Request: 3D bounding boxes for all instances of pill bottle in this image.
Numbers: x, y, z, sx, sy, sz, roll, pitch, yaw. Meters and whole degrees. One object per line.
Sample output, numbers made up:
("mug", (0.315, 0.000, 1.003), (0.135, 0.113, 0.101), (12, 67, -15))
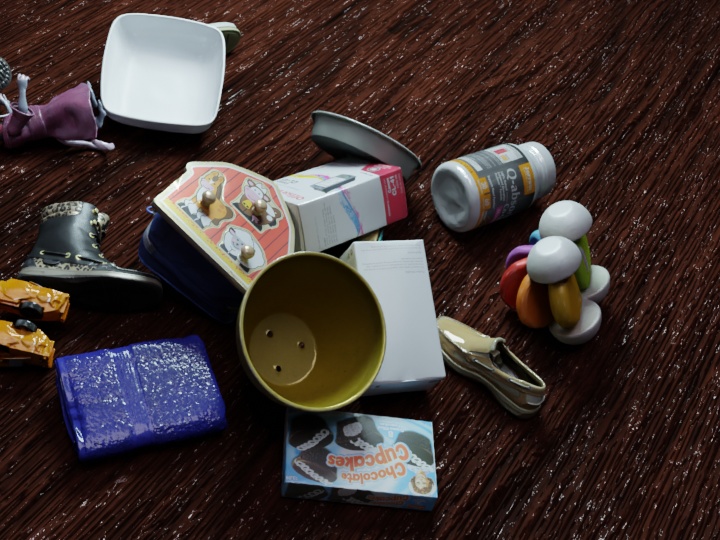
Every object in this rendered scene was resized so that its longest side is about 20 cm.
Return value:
("pill bottle", (0.222, -0.144, 1.710), (0.197, 0.118, 0.117), (-20, 55, -30))

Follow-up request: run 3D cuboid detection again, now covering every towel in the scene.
("towel", (-0.281, 0.163, 1.322), (0.196, 0.050, 0.149), (-9, 57, -24))

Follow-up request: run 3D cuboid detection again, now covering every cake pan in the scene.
("cake pan", (0.003, -0.194, 1.665), (0.197, 0.200, 0.037), (25, 85, 8))

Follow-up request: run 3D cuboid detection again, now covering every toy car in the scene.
("toy car", (0.288, 0.007, 1.578), (0.148, 0.177, 0.201), (-7, 36, 30))

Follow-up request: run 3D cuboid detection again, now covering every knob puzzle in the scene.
("knob puzzle", (-0.162, -0.081, 1.409), (0.217, 0.030, 0.222), (23, 44, -24))

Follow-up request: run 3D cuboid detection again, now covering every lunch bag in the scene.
("lunch bag", (-0.215, -0.034, 1.451), (0.199, 0.132, 0.136), (38, 40, -6))

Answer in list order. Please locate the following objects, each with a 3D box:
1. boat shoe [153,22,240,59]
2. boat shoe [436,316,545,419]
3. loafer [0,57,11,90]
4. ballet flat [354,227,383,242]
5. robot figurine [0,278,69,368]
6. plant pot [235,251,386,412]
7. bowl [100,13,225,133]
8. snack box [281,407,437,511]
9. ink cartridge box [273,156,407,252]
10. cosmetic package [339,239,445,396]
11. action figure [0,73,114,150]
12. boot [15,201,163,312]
("boat shoe", (-0.307, -0.409, 1.839), (0.198, 0.075, 0.069), (-25, 63, -33))
("boat shoe", (0.184, 0.120, 1.473), (0.199, 0.077, 0.071), (36, 48, 18))
("loafer", (-0.647, -0.274, 1.628), (0.198, 0.074, 0.071), (-27, 14, -28))
("ballet flat", (0.000, 0.000, 1.543), (0.062, 0.069, 0.202), (7, 45, -2))
("robot figurine", (-0.487, 0.060, 1.341), (0.196, 0.059, 0.147), (13, 55, -5))
("plant pot", (-0.083, 0.093, 1.355), (0.196, 0.142, 0.204), (7, 73, -21))
("bowl", (-0.327, -0.318, 1.715), (0.196, 0.075, 0.204), (7, 69, -10))
("snack box", (-0.002, 0.241, 1.331), (0.196, 0.037, 0.118), (8, 46, -9))
("ink cartridge box", (-0.049, -0.101, 1.573), (0.198, 0.087, 0.147), (-21, 24, -33))
("cosmetic package", (0.042, 0.065, 1.433), (0.111, 0.081, 0.204), (-1, 73, -18))
("action figure", (-0.502, -0.227, 1.617), (0.197, 0.134, 0.152), (-21, 97, -17))
("boot", (-0.372, -0.021, 1.454), (0.196, 0.074, 0.152), (2, 46, -6))
